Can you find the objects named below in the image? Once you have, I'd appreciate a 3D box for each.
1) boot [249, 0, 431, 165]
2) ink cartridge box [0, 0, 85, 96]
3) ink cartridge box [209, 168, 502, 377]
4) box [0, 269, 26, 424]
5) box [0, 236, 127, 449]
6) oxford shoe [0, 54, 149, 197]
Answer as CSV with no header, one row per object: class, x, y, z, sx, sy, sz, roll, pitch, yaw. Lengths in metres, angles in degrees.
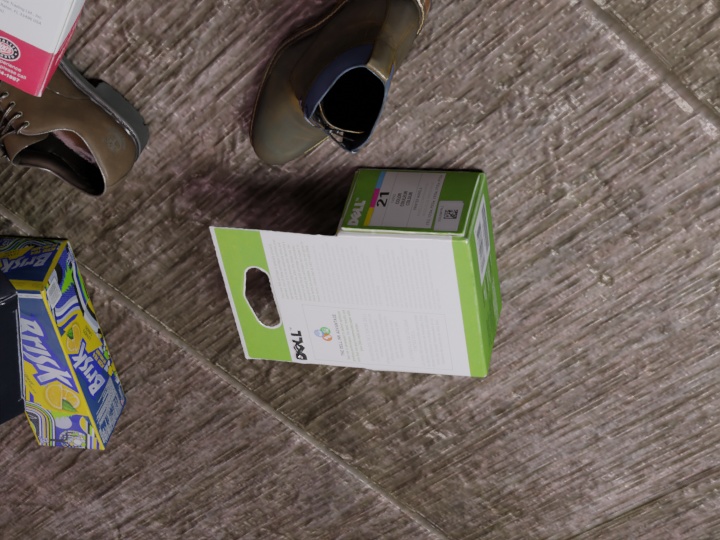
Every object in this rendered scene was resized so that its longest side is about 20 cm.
boot,-0.029,-0.116,0.998,0.074,0.098,0.200,31,134,-14
ink cartridge box,-0.237,-0.234,0.956,0.144,0.084,0.201,26,135,-9
ink cartridge box,0.000,0.000,1.119,0.197,0.076,0.149,4,135,16
box,-0.359,0.023,1.164,0.200,0.103,0.149,47,146,29
box,-0.267,0.066,1.275,0.069,0.065,0.202,3,133,14
oxford shoe,-0.250,-0.126,1.067,0.199,0.085,0.073,34,136,-14
